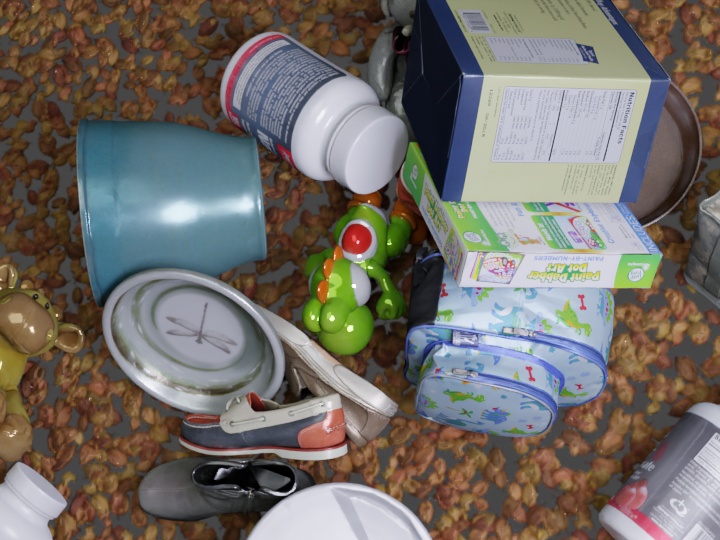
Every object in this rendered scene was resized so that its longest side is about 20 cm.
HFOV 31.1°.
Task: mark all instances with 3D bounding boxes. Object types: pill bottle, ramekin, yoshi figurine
[{"bbox_3d":[-0.397,0.298,1.344,0.111,0.111,0.200,39,83,20],"label":"pill bottle"},{"bbox_3d":[-0.048,-0.166,1.395,0.200,0.120,0.120,36,82,35],"label":"pill bottle"},{"bbox_3d":[-0.024,0.310,1.246,0.201,0.094,0.204,2,72,-6],"label":"ramekin"},{"bbox_3d":[0.328,0.196,1.223,0.111,0.111,0.200,41,84,21],"label":"pill bottle"},{"bbox_3d":[-0.003,0.010,1.354,0.112,0.112,0.200,43,47,-13],"label":"yoshi figurine"}]

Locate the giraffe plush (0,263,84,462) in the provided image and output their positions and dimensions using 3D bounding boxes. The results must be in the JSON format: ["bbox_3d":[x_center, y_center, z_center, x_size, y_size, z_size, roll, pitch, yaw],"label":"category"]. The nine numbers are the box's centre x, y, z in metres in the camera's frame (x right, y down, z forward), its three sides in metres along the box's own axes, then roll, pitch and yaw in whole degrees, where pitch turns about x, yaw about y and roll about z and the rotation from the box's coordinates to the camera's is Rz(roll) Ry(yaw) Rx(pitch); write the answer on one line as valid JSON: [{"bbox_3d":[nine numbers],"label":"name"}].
[{"bbox_3d":[-0.389,0.088,1.408,0.162,0.173,0.200,-46,34,-16],"label":"giraffe plush"}]

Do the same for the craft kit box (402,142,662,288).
[{"bbox_3d":[0.160,-0.056,1.249,0.196,0.049,0.200,3,34,-18],"label":"craft kit box"}]

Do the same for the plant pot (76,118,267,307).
[{"bbox_3d":[-0.197,-0.070,1.389,0.186,0.200,0.201,-6,70,-6],"label":"plant pot"}]

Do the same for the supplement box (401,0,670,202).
[{"bbox_3d":[0.162,-0.174,1.256,0.198,0.135,0.201,0,36,-12],"label":"supplement box"}]

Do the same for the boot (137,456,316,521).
[{"bbox_3d":[-0.147,0.211,1.308,0.198,0.131,0.068,-3,72,11],"label":"boot"}]

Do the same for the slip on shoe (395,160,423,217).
[{"bbox_3d":[0.124,-0.054,1.358,0.199,0.061,0.074,30,62,-8],"label":"slip on shoe"}]

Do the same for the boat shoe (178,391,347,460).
[{"bbox_3d":[-0.103,0.155,1.327,0.199,0.071,0.063,-2,99,30],"label":"boat shoe"}]

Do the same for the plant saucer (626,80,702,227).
[{"bbox_3d":[0.263,-0.128,1.385,0.199,0.035,0.202,-4,71,11],"label":"plant saucer"}]

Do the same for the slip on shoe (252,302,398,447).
[{"bbox_3d":[-0.054,0.107,1.358,0.199,0.076,0.061,36,88,13],"label":"slip on shoe"}]

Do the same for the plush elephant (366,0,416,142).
[{"bbox_3d":[0.076,-0.255,1.400,0.163,0.155,0.201,-11,71,8],"label":"plush elephant"}]

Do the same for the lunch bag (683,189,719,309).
[{"bbox_3d":[0.419,0.006,1.237,0.118,0.164,0.200,-42,68,-10],"label":"lunch bag"}]

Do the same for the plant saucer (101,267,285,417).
[{"bbox_3d":[-0.169,0.066,1.349,0.199,0.201,0.050,6,41,14],"label":"plant saucer"}]

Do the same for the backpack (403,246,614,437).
[{"bbox_3d":[0.142,0.079,1.263,0.198,0.183,0.148,6,66,2],"label":"backpack"}]
